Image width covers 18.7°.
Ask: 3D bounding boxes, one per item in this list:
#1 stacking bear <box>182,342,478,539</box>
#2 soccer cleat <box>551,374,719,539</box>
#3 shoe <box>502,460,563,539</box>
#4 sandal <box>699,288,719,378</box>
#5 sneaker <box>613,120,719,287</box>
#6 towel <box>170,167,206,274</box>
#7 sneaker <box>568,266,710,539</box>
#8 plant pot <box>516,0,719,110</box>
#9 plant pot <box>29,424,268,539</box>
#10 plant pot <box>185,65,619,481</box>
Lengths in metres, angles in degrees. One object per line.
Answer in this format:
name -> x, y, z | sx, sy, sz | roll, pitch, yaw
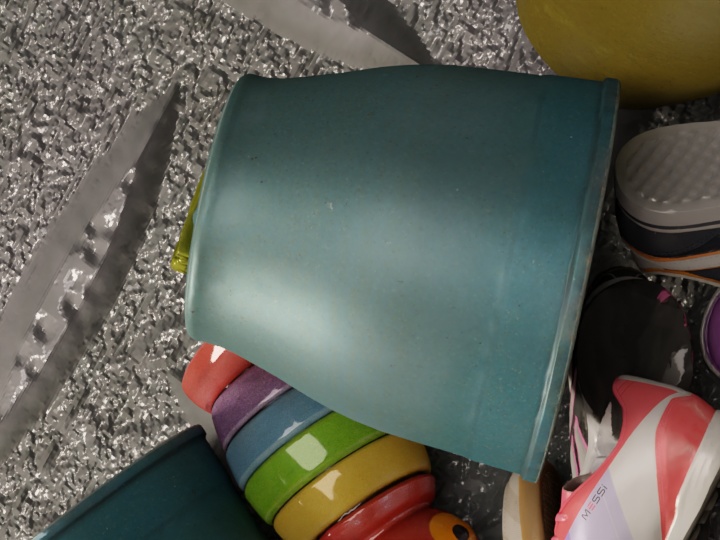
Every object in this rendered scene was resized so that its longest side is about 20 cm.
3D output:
stacking bear -> -0.004, 0.116, 1.224 | 0.114, 0.121, 0.200 | -43, 72, 29
soccer cleat -> 0.124, 0.148, 1.118 | 0.073, 0.068, 0.201 | 29, 108, 12
shoe -> 0.087, 0.204, 1.190 | 0.053, 0.070, 0.201 | -3, 87, 19
sandal -> 0.265, 0.014, 1.125 | 0.202, 0.050, 0.083 | -12, 79, 27
sneaker -> 0.228, -0.037, 1.110 | 0.199, 0.080, 0.079 | -2, 55, 6
towel -> 0.000, 0.000, 1.197 | 0.199, 0.018, 0.086 | 23, 57, -8
sneaker -> 0.146, 0.090, 1.172 | 0.080, 0.086, 0.201 | 4, 108, 1
plant pot -> 0.159, -0.167, 1.133 | 0.201, 0.199, 0.142 | 57, 136, 19
plant pot -> -0.113, 0.221, 1.232 | 0.200, 0.200, 0.188 | -40, 84, 19
plant pot -> 0.017, -0.013, 1.088 | 0.187, 0.200, 0.201 | 11, 91, 4
